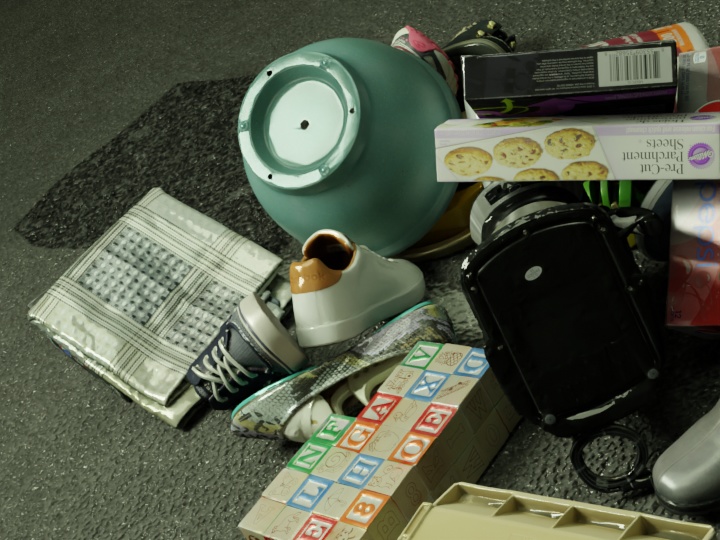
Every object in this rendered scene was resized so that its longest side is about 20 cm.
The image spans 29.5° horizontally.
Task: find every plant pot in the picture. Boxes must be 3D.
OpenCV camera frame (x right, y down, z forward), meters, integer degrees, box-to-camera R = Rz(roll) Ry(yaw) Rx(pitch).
[{"bbox_3d":[-0.025,-0.115,1.191,0.199,0.134,0.202,-4,80,25],"label":"plant pot"}]

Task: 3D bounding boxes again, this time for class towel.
[{"bbox_3d":[-0.180,0.028,1.277,0.199,0.035,0.193,32,60,18],"label":"towel"}]

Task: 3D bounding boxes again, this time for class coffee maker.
[{"bbox_3d":[0.140,0.032,0.968,0.133,0.194,0.200,-2,13,6],"label":"coffee maker"}]

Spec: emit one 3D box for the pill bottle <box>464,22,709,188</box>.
[{"bbox_3d":[0.194,-0.132,1.151,0.198,0.115,0.114,-14,30,0],"label":"pill bottle"}]

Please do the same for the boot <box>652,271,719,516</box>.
[{"bbox_3d":[0.245,0.051,0.852,0.199,0.132,0.070,-37,30,-11],"label":"boot"}]

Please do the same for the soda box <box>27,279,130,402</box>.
[{"bbox_3d":[-0.262,0.061,1.375,0.071,0.064,0.200,-41,31,-17],"label":"soda box"}]

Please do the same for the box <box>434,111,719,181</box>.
[{"bbox_3d":[0.150,-0.085,0.943,0.198,0.042,0.039,2,17,19],"label":"box"}]

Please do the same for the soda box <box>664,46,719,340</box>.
[{"bbox_3d":[0.263,-0.054,0.958,0.070,0.063,0.202,-3,78,40],"label":"soda box"}]

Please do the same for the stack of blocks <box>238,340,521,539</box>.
[{"bbox_3d":[0.019,0.142,0.995,0.115,0.059,0.200,6,46,47],"label":"stack of blocks"}]

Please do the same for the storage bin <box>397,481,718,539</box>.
[{"bbox_3d":[0.089,0.229,0.766,0.199,0.094,0.199,2,42,44],"label":"storage bin"}]

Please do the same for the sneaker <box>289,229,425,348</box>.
[{"bbox_3d":[0.000,0.000,1.144,0.072,0.085,0.200,-12,6,22],"label":"sneaker"}]

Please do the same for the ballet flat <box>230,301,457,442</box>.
[{"bbox_3d":[-0.009,0.098,1.087,0.199,0.072,0.072,-29,29,3],"label":"ballet flat"}]

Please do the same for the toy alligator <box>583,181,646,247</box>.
[{"bbox_3d":[0.169,-0.042,1.141,0.199,0.054,0.059,-16,32,25],"label":"toy alligator"}]

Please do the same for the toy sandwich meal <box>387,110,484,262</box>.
[{"bbox_3d":[0.078,-0.088,1.280,0.204,0.071,0.206,-23,30,14],"label":"toy sandwich meal"}]

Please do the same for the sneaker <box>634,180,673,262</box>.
[{"bbox_3d":[0.311,-0.052,1.004,0.201,0.077,0.146,-31,27,-1],"label":"sneaker"}]

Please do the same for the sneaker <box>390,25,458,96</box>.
[{"bbox_3d":[0.035,-0.153,1.331,0.081,0.200,0.075,42,56,14],"label":"sneaker"}]

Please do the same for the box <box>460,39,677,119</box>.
[{"bbox_3d":[0.156,-0.127,0.991,0.142,0.036,0.200,-3,-2,12],"label":"box"}]

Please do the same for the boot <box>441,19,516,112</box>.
[{"bbox_3d":[0.114,-0.214,1.391,0.154,0.074,0.203,-48,9,-32],"label":"boot"}]

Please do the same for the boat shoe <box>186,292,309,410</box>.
[{"bbox_3d":[-0.099,0.077,1.136,0.093,0.075,0.200,-39,-6,-5],"label":"boat shoe"}]
